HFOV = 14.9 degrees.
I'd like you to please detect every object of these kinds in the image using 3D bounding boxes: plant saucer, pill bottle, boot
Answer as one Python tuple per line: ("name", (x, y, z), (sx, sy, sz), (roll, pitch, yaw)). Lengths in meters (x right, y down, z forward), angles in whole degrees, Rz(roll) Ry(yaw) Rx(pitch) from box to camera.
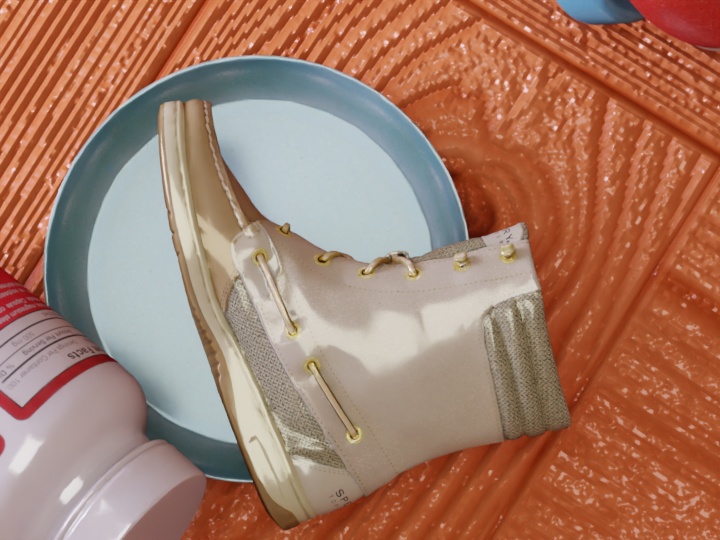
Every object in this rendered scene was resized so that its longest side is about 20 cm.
("plant saucer", (-0.048, 0.000, 1.296), (0.200, 0.027, 0.200), (0, 85, 3))
("pill bottle", (-0.170, 0.064, 1.241), (0.200, 0.112, 0.112), (38, 88, 15))
("boot", (0.000, 0.000, 1.245), (0.155, 0.072, 0.200), (-19, 89, 2))

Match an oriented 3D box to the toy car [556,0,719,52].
("toy car", (0.123, -0.198, 1.185), (0.184, 0.200, 0.177), (5, 83, 48))
